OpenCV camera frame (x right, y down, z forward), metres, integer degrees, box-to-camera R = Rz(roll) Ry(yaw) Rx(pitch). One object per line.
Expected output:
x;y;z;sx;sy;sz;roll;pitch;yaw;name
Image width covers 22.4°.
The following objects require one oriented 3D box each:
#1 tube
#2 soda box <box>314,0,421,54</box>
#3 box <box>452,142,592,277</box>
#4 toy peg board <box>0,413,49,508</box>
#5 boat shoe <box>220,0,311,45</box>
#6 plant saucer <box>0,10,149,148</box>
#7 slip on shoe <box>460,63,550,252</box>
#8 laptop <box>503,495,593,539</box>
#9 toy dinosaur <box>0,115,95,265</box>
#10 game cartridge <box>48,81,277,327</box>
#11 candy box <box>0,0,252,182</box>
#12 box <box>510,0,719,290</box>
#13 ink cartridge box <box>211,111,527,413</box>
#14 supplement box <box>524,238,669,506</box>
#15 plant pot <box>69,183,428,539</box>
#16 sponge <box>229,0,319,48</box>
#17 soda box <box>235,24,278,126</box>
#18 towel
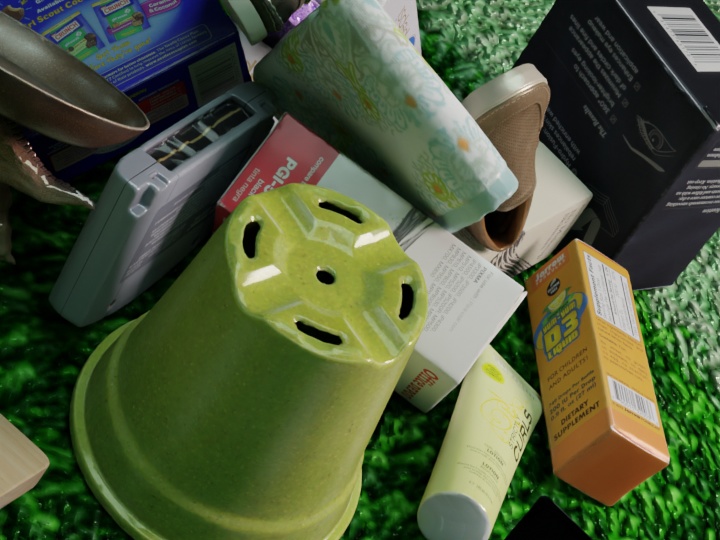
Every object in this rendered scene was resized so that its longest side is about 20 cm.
0.087;0.118;1.269;0.051;0.059;0.200;3;28;16;tube
0.001;-0.191;1.421;0.068;0.200;0.064;31;79;12;soda box
0.093;-0.029;1.409;0.068;0.082;0.199;45;39;15;box
-0.307;0.100;0.966;0.200;0.098;0.199;41;21;7;toy peg board
-0.073;-0.205;1.266;0.072;0.060;0.202;56;1;-19;boat shoe
-0.224;-0.130;1.131;0.199;0.032;0.200;33;9;-6;plant saucer
0.097;-0.073;1.247;0.076;0.200;0.061;-26;73;-18;slip on shoe
0.151;0.230;1.072;0.187;0.116;0.200;44;7;11;laptop
-0.255;-0.080;1.140;0.086;0.198;0.137;24;72;-54;toy dinosaur
-0.130;-0.042;1.202;0.040;0.134;0.200;33;31;9;game cartridge
-0.197;-0.182;1.293;0.168;0.077;0.201;-27;63;-10;candy box
0.223;-0.119;1.507;0.117;0.201;0.197;-5;52;-39;box
0.000;0.000;1.239;0.199;0.147;0.083;36;76;2;ink cartridge box
0.174;0.073;1.361;0.069;0.066;0.201;31;34;-26;supplement box
-0.055;0.054;1.100;0.199;0.185;0.202;16;45;-17;plant pot
-0.003;-0.143;1.392;0.200;0.111;0.030;38;78;-22;sponge
-0.065;-0.119;1.371;0.199;0.064;0.068;34;81;-1;soda box
0.011;-0.097;1.213;0.048;0.200;0.171;-44;98;-18;towel
